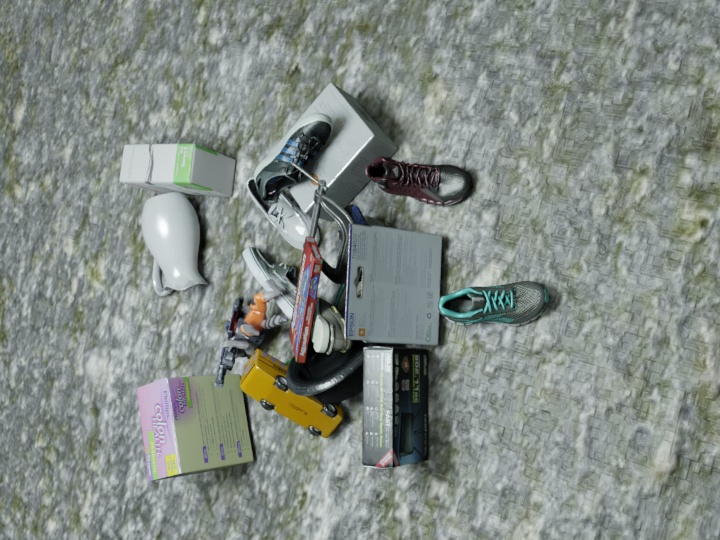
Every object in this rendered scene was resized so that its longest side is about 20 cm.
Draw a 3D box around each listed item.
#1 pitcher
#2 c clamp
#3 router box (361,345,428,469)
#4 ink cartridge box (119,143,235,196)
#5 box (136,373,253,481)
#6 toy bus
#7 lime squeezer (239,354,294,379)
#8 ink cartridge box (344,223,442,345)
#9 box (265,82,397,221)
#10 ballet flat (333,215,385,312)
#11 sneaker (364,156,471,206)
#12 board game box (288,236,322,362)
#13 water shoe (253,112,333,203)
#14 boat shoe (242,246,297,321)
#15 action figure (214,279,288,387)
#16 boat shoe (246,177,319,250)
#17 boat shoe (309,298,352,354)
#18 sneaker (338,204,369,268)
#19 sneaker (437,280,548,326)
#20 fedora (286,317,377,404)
[{"bbox_3d":[-0.411,-0.051,1.784,0.169,0.120,0.205,-15,88,42],"label":"pitcher"},{"bbox_3d":[-0.066,-0.076,1.511,0.170,0.027,0.203,37,139,27],"label":"c clamp"},{"bbox_3d":[0.063,0.236,1.454,0.061,0.149,0.205,-2,83,28],"label":"router box"},{"bbox_3d":[-0.386,-0.211,1.761,0.196,0.145,0.086,5,86,29],"label":"ink cartridge box"},{"bbox_3d":[-0.321,0.303,1.629,0.095,0.198,0.180,-19,76,33],"label":"box"},{"bbox_3d":[-0.127,0.233,1.564,0.198,0.079,0.065,31,114,-16],"label":"toy bus"},{"bbox_3d":[-0.164,0.191,1.652,0.199,0.037,0.072,-37,68,22],"label":"lime squeezer"},{"bbox_3d":[0.052,0.027,1.465,0.040,0.196,0.205,-6,79,59],"label":"ink cartridge box"},{"bbox_3d":[-0.057,-0.223,1.600,0.200,0.106,0.153,-45,66,17],"label":"box"},{"bbox_3d":[0.000,0.000,1.570,0.062,0.067,0.204,16,95,-1],"label":"ballet flat"},{"bbox_3d":[0.094,-0.164,1.503,0.196,0.115,0.078,6,87,30],"label":"sneaker"},{"bbox_3d":[-0.100,0.052,1.512,0.103,0.019,0.204,-115,34,-64],"label":"board game box"},{"bbox_3d":[-0.115,-0.199,1.523,0.199,0.071,0.080,-41,50,29],"label":"water shoe"},{"bbox_3d":[-0.154,0.019,1.656,0.071,0.072,0.201,-44,76,8],"label":"boat shoe"},{"bbox_3d":[-0.214,0.134,1.622,0.194,0.102,0.204,126,158,-59],"label":"action figure"},{"bbox_3d":[-0.159,-0.118,1.666,0.072,0.068,0.201,-44,66,17],"label":"boat shoe"},{"bbox_3d":[-0.059,0.099,1.507,0.059,0.202,0.074,7,104,-13],"label":"boat shoe"},{"bbox_3d":[0.025,-0.033,1.518,0.075,0.078,0.203,5,127,58],"label":"sneaker"},{"bbox_3d":[0.220,0.059,1.420,0.196,0.091,0.080,-11,80,27],"label":"sneaker"},{"bbox_3d":[-0.036,0.177,1.526,0.197,0.092,0.202,-25,29,15],"label":"fedora"}]
